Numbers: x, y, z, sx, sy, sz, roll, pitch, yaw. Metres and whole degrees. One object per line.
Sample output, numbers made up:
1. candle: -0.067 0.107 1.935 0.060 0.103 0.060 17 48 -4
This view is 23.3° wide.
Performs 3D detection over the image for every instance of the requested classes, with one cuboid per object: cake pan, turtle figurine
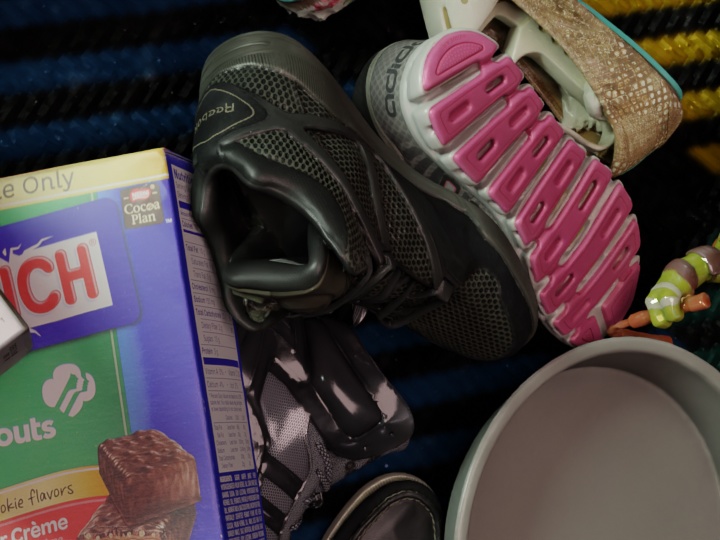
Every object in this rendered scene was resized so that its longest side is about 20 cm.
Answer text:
1. cake pan: 0.122 0.134 0.855 0.198 0.037 0.203 1 89 -28
2. turtle figurine: 0.219 -0.029 0.855 0.198 0.161 0.065 -17 78 -26

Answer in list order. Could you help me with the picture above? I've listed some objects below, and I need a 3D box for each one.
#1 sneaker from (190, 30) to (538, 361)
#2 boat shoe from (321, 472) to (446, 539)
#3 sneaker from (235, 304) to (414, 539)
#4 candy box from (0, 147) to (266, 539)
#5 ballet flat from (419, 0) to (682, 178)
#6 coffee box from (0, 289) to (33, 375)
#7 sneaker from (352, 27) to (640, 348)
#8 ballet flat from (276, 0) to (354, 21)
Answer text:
1. sneaker: 0.000 0.000 0.749 0.199 0.076 0.115 43 39 -31
2. boat shoe: -0.003 0.192 0.812 0.074 0.066 0.201 30 80 -14
3. sneaker: -0.031 0.103 0.799 0.112 0.075 0.203 -3 87 -15
4. candy box: -0.135 0.064 0.727 0.167 0.077 0.203 -11 83 8
5. ballet flat: 0.074 -0.118 0.844 0.199 0.070 0.066 39 75 -12
6. coffee box: -0.209 -0.031 0.626 0.079 0.114 0.201 -38 91 -12
7. sneaker: 0.064 -0.041 0.840 0.074 0.087 0.200 -52 126 -15
8. ballet flat: -0.028 -0.219 0.823 0.064 0.075 0.203 -14 99 -44
